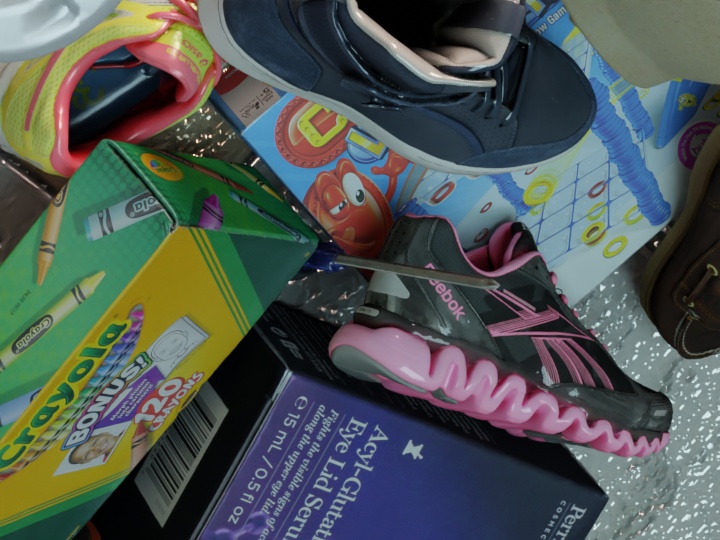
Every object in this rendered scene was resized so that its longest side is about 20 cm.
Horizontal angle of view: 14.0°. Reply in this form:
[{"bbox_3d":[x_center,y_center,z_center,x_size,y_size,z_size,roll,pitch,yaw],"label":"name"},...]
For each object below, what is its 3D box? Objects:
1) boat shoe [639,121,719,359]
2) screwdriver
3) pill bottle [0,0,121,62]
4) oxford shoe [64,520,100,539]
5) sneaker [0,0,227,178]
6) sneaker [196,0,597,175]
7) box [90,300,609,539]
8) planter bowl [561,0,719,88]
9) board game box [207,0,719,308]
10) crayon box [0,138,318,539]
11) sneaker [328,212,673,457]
[{"bbox_3d":[0.185,-0.004,1.411,0.070,0.070,0.200,-23,155,-16],"label":"boat shoe"},{"bbox_3d":[0.000,0.000,1.316,0.028,0.200,0.029,-25,115,-32],"label":"screwdriver"},{"bbox_3d":[-0.162,-0.167,1.161,0.113,0.200,0.114,-9,117,-18],"label":"pill bottle"},{"bbox_3d":[-0.221,0.158,1.375,0.199,0.071,0.073,0,121,-22],"label":"oxford shoe"},{"bbox_3d":[-0.076,-0.110,1.290,0.200,0.090,0.078,-45,121,1],"label":"sneaker"},{"bbox_3d":[0.050,-0.091,1.244,0.202,0.146,0.077,15,80,-33],"label":"sneaker"},{"bbox_3d":[-0.006,0.117,1.422,0.200,0.104,0.148,22,104,-29],"label":"box"},{"bbox_3d":[0.150,-0.159,1.251,0.134,0.201,0.200,-29,125,22],"label":"planter bowl"},{"bbox_3d":[0.063,-0.075,1.385,0.200,0.056,0.196,-42,123,1],"label":"board game box"},{"bbox_3d":[-0.124,0.036,1.312,0.200,0.058,0.119,-50,155,18],"label":"crayon box"},{"bbox_3d":[0.079,0.029,1.373,0.200,0.079,0.096,22,78,-38],"label":"sneaker"}]
